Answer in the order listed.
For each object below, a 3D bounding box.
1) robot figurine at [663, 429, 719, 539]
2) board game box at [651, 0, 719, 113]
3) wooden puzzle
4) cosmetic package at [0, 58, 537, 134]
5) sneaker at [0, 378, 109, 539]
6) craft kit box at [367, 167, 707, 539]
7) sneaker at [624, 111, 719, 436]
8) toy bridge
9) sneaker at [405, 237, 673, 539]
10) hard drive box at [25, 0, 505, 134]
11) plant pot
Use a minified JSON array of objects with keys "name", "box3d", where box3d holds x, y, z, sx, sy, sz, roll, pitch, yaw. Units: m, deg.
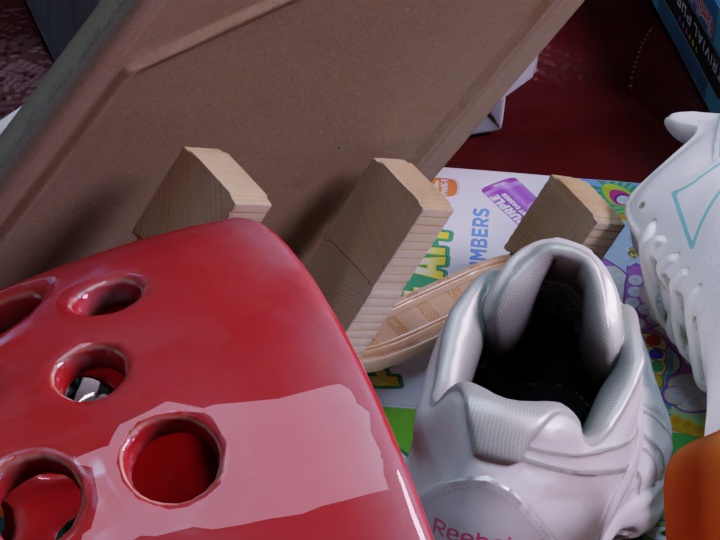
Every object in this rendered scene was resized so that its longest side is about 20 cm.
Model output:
[{"name":"robot figurine","box3d":[0.115,0.138,0.676,0.143,0.201,0.116,1,-11,-44]},{"name":"board game box","box3d":[0.199,-0.108,1.094,0.150,0.047,0.200,-5,38,-10]},{"name":"wooden puzzle","box3d":[-0.034,-0.044,0.796,0.200,0.185,0.037,2,44,-55]},{"name":"cosmetic package","box3d":[-0.038,-0.051,0.923,0.200,0.051,0.083,-37,71,-22]},{"name":"sneaker","box3d":[-0.111,0.044,0.846,0.200,0.080,0.071,27,43,27]},{"name":"craft kit box","box3d":[0.082,0.044,0.895,0.197,0.049,0.200,2,37,3]},{"name":"sneaker","box3d":[0.119,0.008,0.864,0.080,0.071,0.200,3,30,13]},{"name":"toy bridge","box3d":[0.000,0.000,0.829,0.200,0.067,0.027,1,39,-51]},{"name":"sneaker","box3d":[0.056,0.032,0.776,0.078,0.100,0.200,13,23,4]},{"name":"hard drive box","box3d":[-0.048,-0.127,1.076,0.155,0.077,0.200,-10,40,-16]},{"name":"plant pot","box3d":[-0.081,0.107,0.682,0.182,0.201,0.201,-19,42,-13]}]
